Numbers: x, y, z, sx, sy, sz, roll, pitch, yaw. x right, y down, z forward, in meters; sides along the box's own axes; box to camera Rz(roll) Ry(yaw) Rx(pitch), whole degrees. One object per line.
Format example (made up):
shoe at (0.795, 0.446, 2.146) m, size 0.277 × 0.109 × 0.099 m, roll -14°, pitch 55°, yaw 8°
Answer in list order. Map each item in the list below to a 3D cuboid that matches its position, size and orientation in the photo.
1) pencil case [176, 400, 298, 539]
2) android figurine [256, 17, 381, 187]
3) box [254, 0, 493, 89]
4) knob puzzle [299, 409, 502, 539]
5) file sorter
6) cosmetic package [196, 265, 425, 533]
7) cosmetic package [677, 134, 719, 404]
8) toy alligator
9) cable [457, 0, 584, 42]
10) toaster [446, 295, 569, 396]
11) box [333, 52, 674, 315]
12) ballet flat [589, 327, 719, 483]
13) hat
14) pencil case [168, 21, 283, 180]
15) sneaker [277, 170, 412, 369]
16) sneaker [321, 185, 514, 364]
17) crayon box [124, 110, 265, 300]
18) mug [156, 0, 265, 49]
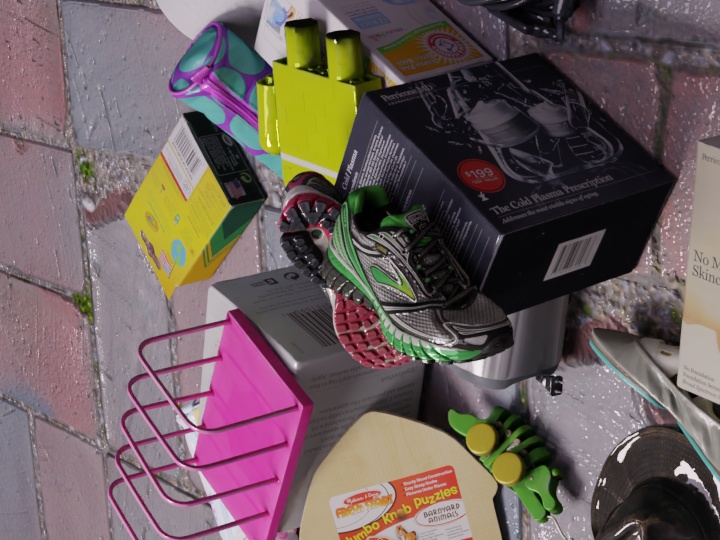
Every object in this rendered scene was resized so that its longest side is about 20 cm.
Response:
pencil case at (-0.141, 0.238, 1.886) m, size 0.083 × 0.090 × 0.201 m, roll -29°, pitch 78°, yaw 52°
android figurine at (-0.029, -0.118, 1.479) m, size 0.182 × 0.041 × 0.202 m, roll 25°, pitch 125°, yaw 46°
box at (0.010, -0.197, 1.519) m, size 0.200 × 0.112 × 0.102 m, roll 47°, pitch 138°, yaw 31°
knob puzzle at (0.036, 0.228, 1.603) m, size 0.030 × 0.218 × 0.221 m, roll -97°, pitch -2°, yaw -82°
file sorter at (-0.150, 0.166, 1.562) m, size 0.139 × 0.125 × 0.201 m, roll 49°, pitch 137°, yaw 36°
cosmetic package at (-0.050, 0.120, 1.660) m, size 0.165 × 0.164 × 0.201 m, roll 37°, pitch 129°, yaw 44°
cosmetic package at (0.303, 0.003, 1.247) m, size 0.105 × 0.071 × 0.202 m, roll 22°, pitch 119°, yaw 47°
toy alligator at (0.156, 0.183, 1.518) m, size 0.054 × 0.059 × 0.200 m, roll -45°, pitch 58°, yaw 4°
cable at (0.124, -0.293, 1.391) m, size 0.200 × 0.051 × 0.164 m, roll 42°, pitch 132°, yaw 37°
toaster at (0.108, 0.016, 1.469) m, size 0.200 × 0.113 × 0.130 m, roll 32°, pitch 124°, yaw 44°
box at (0.115, -0.070, 1.357) m, size 0.182 × 0.199 × 0.105 m, roll 47°, pitch 137°, yaw 30°
ballet flat at (0.269, 0.100, 1.346) m, size 0.064 × 0.067 × 0.200 m, roll -50°, pitch 60°, yaw 16°
hat at (0.242, 0.235, 1.398) m, size 0.200 × 0.081 × 0.202 m, roll 22°, pitch 118°, yaw 48°
pencil case at (-0.090, -0.148, 1.607) m, size 0.085 × 0.200 × 0.093 m, roll -43°, pitch 29°, yaw 17°
sneaker at (0.000, 0.000, 1.416) m, size 0.201 × 0.080 × 0.075 m, roll 59°, pitch -166°, yaw -30°
sneaker at (0.040, 0.004, 1.251) m, size 0.200 × 0.078 × 0.086 m, roll 37°, pitch 129°, yaw 39°
crayon box at (-0.190, -0.072, 1.871) m, size 0.128 × 0.051 × 0.200 m, roll 61°, pitch 140°, yaw 18°
mug at (-0.101, -0.338, 1.606) m, size 0.175 × 0.147 × 0.201 m, roll -44°, pitch 36°, yaw 49°
